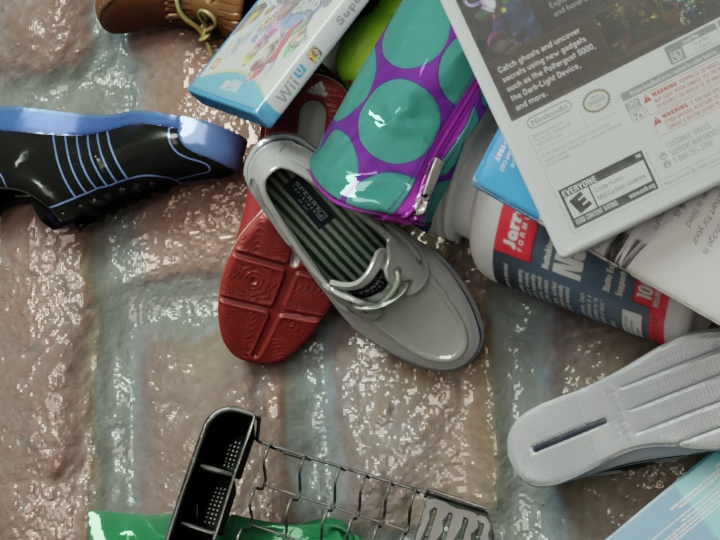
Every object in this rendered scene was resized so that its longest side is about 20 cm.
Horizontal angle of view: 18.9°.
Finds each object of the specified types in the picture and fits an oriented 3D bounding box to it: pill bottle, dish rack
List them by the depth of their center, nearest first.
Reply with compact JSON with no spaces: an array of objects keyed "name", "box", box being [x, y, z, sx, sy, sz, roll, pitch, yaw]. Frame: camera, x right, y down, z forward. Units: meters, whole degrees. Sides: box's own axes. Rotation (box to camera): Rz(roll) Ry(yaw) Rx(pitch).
[{"name":"dish rack","box":[-0.020,0.184,1.328,0.198,0.055,0.155,17,77,6]},{"name":"pill bottle","box":[0.134,-0.037,1.357,0.199,0.120,0.120,20,81,18]}]

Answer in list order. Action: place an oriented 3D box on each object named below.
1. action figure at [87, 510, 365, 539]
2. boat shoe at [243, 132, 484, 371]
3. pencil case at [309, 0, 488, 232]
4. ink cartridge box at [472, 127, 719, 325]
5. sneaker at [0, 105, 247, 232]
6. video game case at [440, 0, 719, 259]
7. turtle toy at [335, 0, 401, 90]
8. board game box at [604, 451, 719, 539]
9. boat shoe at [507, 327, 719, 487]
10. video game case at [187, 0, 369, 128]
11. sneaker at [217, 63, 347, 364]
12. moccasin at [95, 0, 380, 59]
[{"name":"action figure","box":[-0.071,0.199,1.378,0.198,0.055,0.119,-8,72,4]},{"name":"boat shoe","box":[0.000,0.000,1.358,0.200,0.067,0.074,41,103,-15]},{"name":"pencil case","box":[0.052,-0.122,1.287,0.092,0.085,0.201,43,109,40]},{"name":"ink cartridge box","box":[0.186,-0.066,1.227,0.199,0.086,0.147,30,100,7]},{"name":"sneaker","box":[-0.171,-0.065,1.469,0.198,0.070,0.079,4,79,23]},{"name":"video game case","box":[0.160,-0.131,1.175,0.199,0.023,0.183,-26,88,14]},{"name":"turtle toy","box":[0.061,-0.177,1.395,0.199,0.102,0.145,-32,23,-27]},{"name":"board game box","box":[0.227,0.228,1.299,0.151,0.047,0.200,-38,70,1]},{"name":"boat shoe","box":[0.185,0.080,1.321,0.199,0.071,0.073,-17,85,24]},{"name":"video game case","box":[-0.024,-0.181,1.373,0.018,0.143,0.201,39,84,-23]},{"name":"sneaker","box":[-0.045,-0.045,1.437,0.078,0.116,0.202,16,109,-8]},{"name":"moccasin","box":[-0.083,-0.182,1.479,0.199,0.074,0.078,-3,66,3]}]
